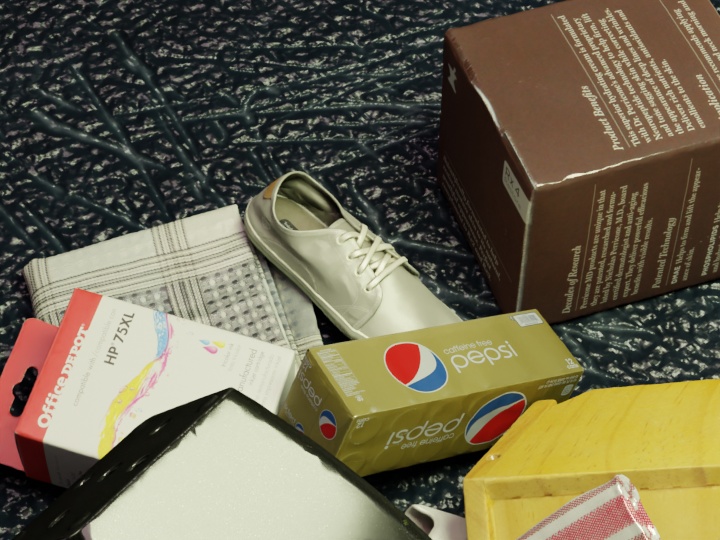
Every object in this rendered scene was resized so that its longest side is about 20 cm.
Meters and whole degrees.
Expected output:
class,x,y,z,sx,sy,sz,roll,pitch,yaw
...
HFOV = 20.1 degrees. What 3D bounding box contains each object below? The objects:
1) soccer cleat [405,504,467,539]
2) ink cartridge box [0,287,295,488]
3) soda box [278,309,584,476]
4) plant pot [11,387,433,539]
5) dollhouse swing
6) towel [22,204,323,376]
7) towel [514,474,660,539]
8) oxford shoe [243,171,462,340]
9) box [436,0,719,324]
class,x,y,z,sx,sy,sz,roll,pitch,yaw
soccer cleat,0.032,0.233,1.267,0.077,0.069,0.201,28,45,-4
ink cartridge box,-0.153,0.090,1.357,0.198,0.067,0.117,15,60,6
soda box,0.048,0.082,1.354,0.198,0.068,0.064,-8,48,-36
plant pot,-0.092,0.185,1.180,0.199,0.200,0.178,-42,101,-30
dollhouse swing,0.190,0.185,1.273,0.198,0.178,0.182,-8,15,30
towel,-0.127,0.044,1.447,0.198,0.035,0.194,-12,52,-11
towel,0.147,0.241,1.201,0.030,0.146,0.201,-1,60,-58
oxford shoe,0.000,0.000,1.456,0.200,0.058,0.075,39,45,13
box,0.177,-0.087,1.475,0.198,0.165,0.167,-15,53,-12
